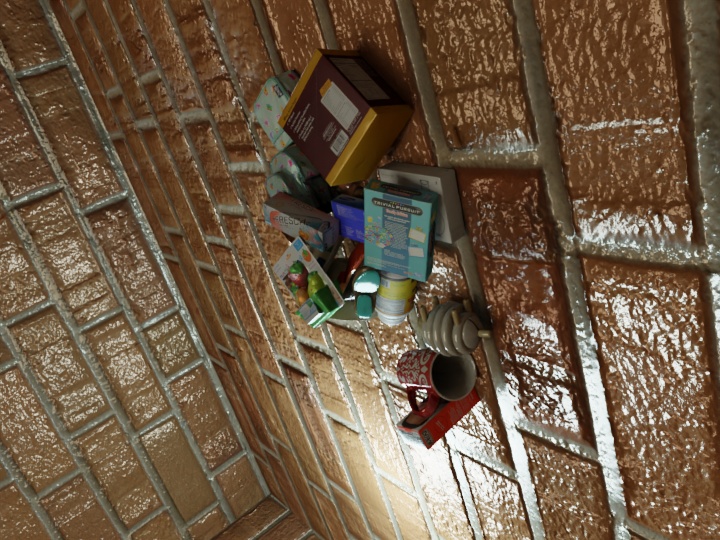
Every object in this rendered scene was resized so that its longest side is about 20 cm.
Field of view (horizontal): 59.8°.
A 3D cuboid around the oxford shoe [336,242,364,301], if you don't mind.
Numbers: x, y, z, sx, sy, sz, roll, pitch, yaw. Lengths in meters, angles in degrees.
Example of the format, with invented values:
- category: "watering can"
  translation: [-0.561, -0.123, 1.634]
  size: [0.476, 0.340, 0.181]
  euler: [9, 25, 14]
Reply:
- category: "oxford shoe"
  translation: [0.000, 0.000, 1.568]
  size: [0.072, 0.071, 0.200]
  euler: [22, 129, -16]

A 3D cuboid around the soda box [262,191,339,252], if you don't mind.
- category: "soda box"
  translation: [-0.147, -0.122, 1.541]
  size: [0.199, 0.068, 0.064]
  euler: [27, 138, 27]

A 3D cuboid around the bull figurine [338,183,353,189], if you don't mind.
- category: "bull figurine"
  translation: [-0.031, -0.276, 1.497]
  size: [0.122, 0.065, 0.200]
  euler: [56, 149, 15]

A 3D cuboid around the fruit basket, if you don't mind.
- category: "fruit basket"
  translation: [-0.138, 0.038, 1.569]
  size: [0.200, 0.094, 0.185]
  euler: [50, 141, 1]

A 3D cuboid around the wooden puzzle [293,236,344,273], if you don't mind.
- category: "wooden puzzle"
  translation: [-0.123, -0.053, 1.712]
  size: [0.046, 0.186, 0.200]
  euler: [27, 180, -27]

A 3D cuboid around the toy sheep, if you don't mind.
- category: "toy sheep"
  translation: [0.211, 0.132, 1.430]
  size: [0.199, 0.138, 0.139]
  euler: [6, 122, 48]

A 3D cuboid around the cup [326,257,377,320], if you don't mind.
- category: "cup"
  translation: [-0.045, 0.043, 1.714]
  size: [0.200, 0.199, 0.144]
  euler: [17, 105, 51]

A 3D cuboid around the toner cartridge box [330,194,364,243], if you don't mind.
- category: "toner cartridge box"
  translation: [0.022, -0.110, 1.459]
  size: [0.199, 0.043, 0.096]
  euler: [21, 133, 38]

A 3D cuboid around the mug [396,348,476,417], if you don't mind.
- category: "mug"
  translation: [0.166, 0.266, 1.583]
  size: [0.134, 0.177, 0.200]
  euler: [61, 156, -8]

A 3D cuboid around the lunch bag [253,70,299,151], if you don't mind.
- category: "lunch bag"
  translation: [-0.193, -0.406, 1.615]
  size: [0.161, 0.077, 0.200]
  euler: [60, 151, -1]

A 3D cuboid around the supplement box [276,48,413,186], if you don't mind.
- category: "supplement box"
  translation: [-0.036, -0.325, 1.326]
  size: [0.200, 0.132, 0.198]
  euler: [50, 128, 16]

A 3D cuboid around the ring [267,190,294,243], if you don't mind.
- category: "ring"
  translation: [-0.208, -0.159, 1.777]
  size: [0.019, 0.200, 0.201]
  euler: [-21, 101, 22]

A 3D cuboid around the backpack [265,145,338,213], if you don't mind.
- category: "backpack"
  translation: [-0.164, -0.230, 1.665]
  size: [0.176, 0.153, 0.201]
  euler: [-12, 98, 63]

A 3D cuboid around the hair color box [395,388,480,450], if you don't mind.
- category: "hair color box"
  translation: [0.196, 0.360, 1.581]
  size: [0.101, 0.200, 0.062]
  euler: [-6, 116, 58]

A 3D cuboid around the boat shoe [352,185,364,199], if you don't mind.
- category: "boat shoe"
  translation: [0.025, -0.119, 1.566]
  size: [0.072, 0.072, 0.201]
  euler: [-113, -1, -64]

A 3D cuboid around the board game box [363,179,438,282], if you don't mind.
- category: "board game box"
  translation: [0.084, -0.084, 1.343]
  size: [0.150, 0.047, 0.201]
  euler: [16, 130, 19]

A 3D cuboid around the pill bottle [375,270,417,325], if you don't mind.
- category: "pill bottle"
  translation: [0.085, 0.042, 1.560]
  size: [0.109, 0.109, 0.201]
  euler: [40, 146, 31]

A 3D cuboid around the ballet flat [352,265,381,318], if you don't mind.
- category: "ballet flat"
  translation: [0.015, 0.034, 1.504]
  size: [0.201, 0.067, 0.073]
  euler: [91, -179, -52]

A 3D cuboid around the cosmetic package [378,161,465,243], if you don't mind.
- category: "cosmetic package"
  translation: [0.132, -0.152, 1.369]
  size: [0.199, 0.051, 0.152]
  euler: [19, 130, 50]
